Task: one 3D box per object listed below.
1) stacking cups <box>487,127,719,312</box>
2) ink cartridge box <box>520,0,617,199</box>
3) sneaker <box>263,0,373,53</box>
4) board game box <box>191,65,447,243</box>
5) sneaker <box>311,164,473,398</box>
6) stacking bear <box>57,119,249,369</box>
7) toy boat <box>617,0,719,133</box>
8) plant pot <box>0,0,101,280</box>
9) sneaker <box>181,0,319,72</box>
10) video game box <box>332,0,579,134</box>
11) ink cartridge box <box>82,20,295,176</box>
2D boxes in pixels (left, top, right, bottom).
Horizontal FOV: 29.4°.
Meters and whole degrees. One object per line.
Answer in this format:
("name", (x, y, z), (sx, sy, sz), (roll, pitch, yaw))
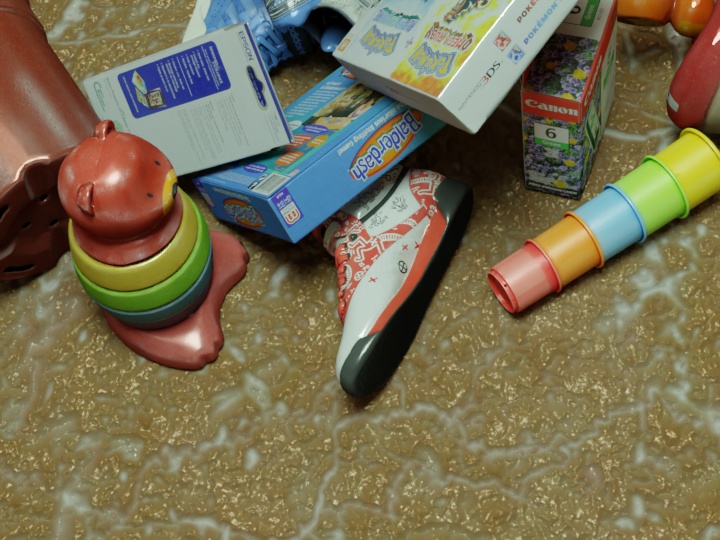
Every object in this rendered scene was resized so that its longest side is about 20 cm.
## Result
("stacking cups", (0.192, -0.032, 1.060), (0.200, 0.061, 0.061), (-34, 62, -10))
("ink cartridge box", (0.161, -0.155, 1.050), (0.050, 0.200, 0.109), (14, 63, 16))
("sneaker", (-0.008, -0.218, 1.149), (0.200, 0.077, 0.085), (0, 77, -42))
("board game box", (-0.020, -0.106, 1.086), (0.200, 0.045, 0.152), (-39, 25, -16))
("sneaker", (0.000, 0.000, 1.062), (0.108, 0.067, 0.202), (19, 63, 20))
("stacking bear", (-0.165, -0.028, 1.019), (0.113, 0.200, 0.122), (9, 62, 12))
("toy boat", (0.266, -0.208, 1.104), (0.130, 0.131, 0.201), (8, 61, 5))
("plant pot", (-0.300, -0.110, 1.100), (0.201, 0.201, 0.195), (-37, 71, -14))
("sneaker", (-0.087, -0.191, 1.173), (0.111, 0.077, 0.200), (-4, 53, 15))
("video game box", (0.081, -0.198, 0.979), (0.182, 0.047, 0.200), (-54, 28, 0))
("ink cartridge box", (-0.129, -0.131, 1.081), (0.200, 0.100, 0.039), (-9, 17, 41))
